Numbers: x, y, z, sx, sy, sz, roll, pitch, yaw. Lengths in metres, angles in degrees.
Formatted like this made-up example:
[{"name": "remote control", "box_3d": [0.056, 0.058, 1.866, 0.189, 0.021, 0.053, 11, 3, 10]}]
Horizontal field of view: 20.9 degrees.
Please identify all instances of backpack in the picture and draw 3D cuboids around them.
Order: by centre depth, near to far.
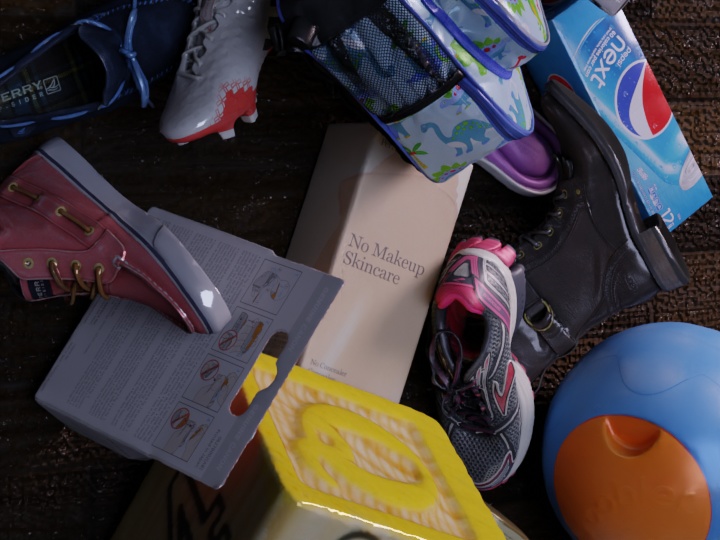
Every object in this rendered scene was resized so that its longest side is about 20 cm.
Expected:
[{"name": "backpack", "box_3d": [0.045, -0.171, 1.328, 0.146, 0.184, 0.200, -28, 128, 18]}]

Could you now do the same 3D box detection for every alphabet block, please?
[{"name": "alphabet block", "box_3d": [-0.041, 0.201, 1.310, 0.194, 0.197, 0.201, 22, 109, -30]}]

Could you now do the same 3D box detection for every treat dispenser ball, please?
[{"name": "treat dispenser ball", "box_3d": [0.238, 0.141, 1.494, 0.199, 0.200, 0.203, -2, 94, -29]}]

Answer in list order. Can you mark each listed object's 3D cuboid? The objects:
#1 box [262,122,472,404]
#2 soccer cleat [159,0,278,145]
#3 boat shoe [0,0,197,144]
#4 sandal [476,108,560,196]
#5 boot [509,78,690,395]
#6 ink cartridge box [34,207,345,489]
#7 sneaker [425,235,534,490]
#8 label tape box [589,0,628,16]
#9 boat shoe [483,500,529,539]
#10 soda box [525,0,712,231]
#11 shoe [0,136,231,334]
[{"name": "box", "box_3d": [0.000, 0.000, 1.422, 0.094, 0.078, 0.202, 20, 84, -28]}, {"name": "soccer cleat", "box_3d": [-0.091, -0.161, 1.334, 0.200, 0.068, 0.086, -57, 134, -43]}, {"name": "boat shoe", "box_3d": [-0.182, -0.131, 1.317, 0.199, 0.068, 0.085, -35, 109, -26]}, {"name": "sandal", "box_3d": [0.087, -0.124, 1.479, 0.202, 0.050, 0.083, 26, 80, -27]}, {"name": "boot", "box_3d": [0.135, -0.022, 1.470, 0.173, 0.069, 0.201, -30, 86, 16]}, {"name": "ink cartridge box", "box_3d": [-0.108, 0.055, 1.298, 0.162, 0.199, 0.050, -59, 139, -13]}, {"name": "sneaker", "box_3d": [0.080, 0.077, 1.445, 0.075, 0.080, 0.202, -51, 140, -53]}, {"name": "label tape box", "box_3d": [0.113, -0.285, 1.425, 0.199, 0.144, 0.063, 36, 100, -26]}, {"name": "boat shoe", "box_3d": [0.083, 0.214, 1.435, 0.072, 0.201, 0.066, 37, 79, 17]}, {"name": "soda box", "box_3d": [0.196, -0.125, 1.529, 0.064, 0.068, 0.201, -37, 110, -21]}, {"name": "shoe", "box_3d": [-0.176, -0.002, 1.275, 0.091, 0.200, 0.072, -41, 149, -16]}]
